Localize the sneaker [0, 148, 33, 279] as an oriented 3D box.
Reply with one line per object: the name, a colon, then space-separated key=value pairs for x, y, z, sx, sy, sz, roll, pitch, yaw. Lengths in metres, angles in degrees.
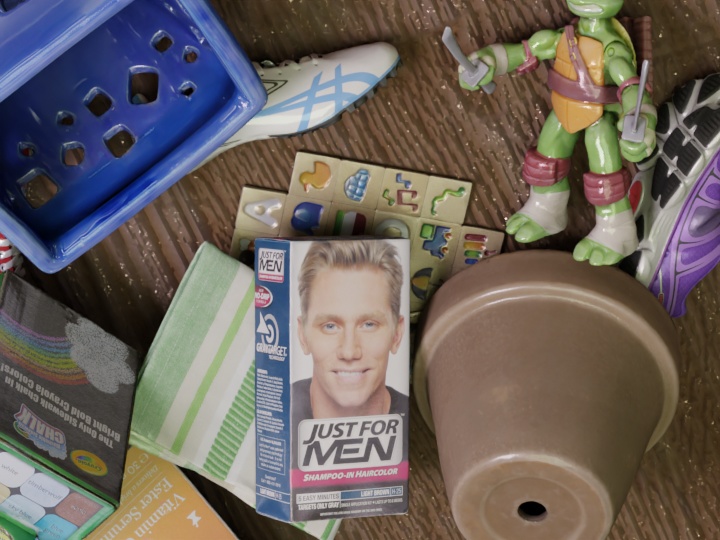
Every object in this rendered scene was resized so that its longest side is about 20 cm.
sneaker: x=-0.255 y=-0.018 z=1.634 sx=0.112 sy=0.071 sz=0.200 roll=-31 pitch=109 yaw=11

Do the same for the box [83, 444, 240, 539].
box: x=-0.168 y=0.232 z=1.693 sx=0.152 sy=0.106 sz=0.200 roll=-44 pitch=110 yaw=-15

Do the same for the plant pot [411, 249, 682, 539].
plant pot: x=0.126 y=0.113 z=1.634 sx=0.199 sy=0.175 sz=0.201 roll=5 pitch=129 yaw=7

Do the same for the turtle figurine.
turtle figurine: x=0.134 y=-0.098 z=1.584 sx=0.143 sy=0.200 sz=0.195 roll=2 pitch=117 yaw=8

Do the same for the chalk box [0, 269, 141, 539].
chalk box: x=-0.240 y=0.126 z=1.550 sx=0.124 sy=0.200 sz=0.124 roll=35 pitch=124 yaw=-24

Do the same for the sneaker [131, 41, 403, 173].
sneaker: x=-0.068 y=-0.125 z=1.611 sx=0.199 sy=0.072 sz=0.073 roll=-20 pitch=103 yaw=-1

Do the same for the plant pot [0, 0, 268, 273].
plant pot: x=-0.209 y=-0.149 z=1.495 sx=0.200 sy=0.180 sz=0.200 roll=-39 pitch=151 yaw=-3

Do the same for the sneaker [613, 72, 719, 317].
sneaker: x=0.243 y=-0.053 z=1.674 sx=0.083 sy=0.081 sz=0.201 roll=9 pitch=121 yaw=-23

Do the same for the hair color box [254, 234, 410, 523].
hair color box: x=-0.020 y=0.076 z=1.643 sx=0.100 sy=0.060 sz=0.201 roll=-2 pitch=94 yaw=-28

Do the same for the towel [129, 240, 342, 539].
towel: x=-0.070 y=0.093 z=1.664 sx=0.200 sy=0.023 sz=0.153 roll=32 pitch=78 yaw=-26

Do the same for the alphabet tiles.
alphabet tiles: x=0.000 y=0.000 z=1.698 sx=0.199 sy=0.006 sz=0.167 roll=10 pitch=111 yaw=-9
